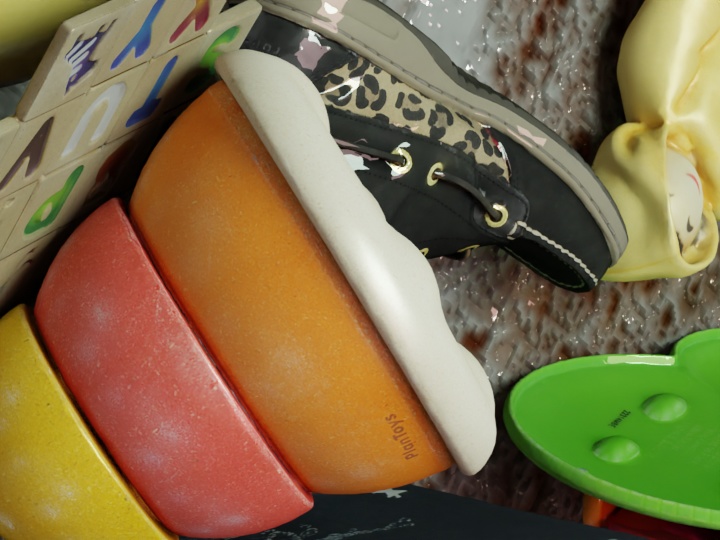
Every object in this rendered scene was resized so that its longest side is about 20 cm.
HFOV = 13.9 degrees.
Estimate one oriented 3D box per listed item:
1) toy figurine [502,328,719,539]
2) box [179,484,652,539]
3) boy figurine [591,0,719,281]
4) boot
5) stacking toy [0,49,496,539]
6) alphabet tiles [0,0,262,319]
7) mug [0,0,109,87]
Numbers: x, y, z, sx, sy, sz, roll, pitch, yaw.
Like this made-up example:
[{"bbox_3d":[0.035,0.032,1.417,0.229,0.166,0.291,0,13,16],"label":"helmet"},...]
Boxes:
[{"bbox_3d":[0.126,0.137,1.142,0.200,0.150,0.185,-33,135,-61],"label":"toy figurine"},{"bbox_3d":[-0.025,0.148,0.933,0.196,0.200,0.118,-14,106,-40],"label":"box"},{"bbox_3d":[0.144,-0.073,1.144,0.200,0.064,0.125,-46,127,-31],"label":"boy figurine"},{"bbox_3d":[0.000,0.000,1.019,0.200,0.073,0.151,37,76,-45],"label":"boot"},{"bbox_3d":[-0.072,0.040,0.884,0.199,0.146,0.146,-31,120,-2],"label":"stacking toy"},{"bbox_3d":[-0.099,-0.008,0.869,0.200,0.006,0.166,-57,168,31],"label":"alphabet tiles"},{"bbox_3d":[-0.131,-0.099,0.825,0.153,0.186,0.150,-5,127,-50],"label":"mug"}]
